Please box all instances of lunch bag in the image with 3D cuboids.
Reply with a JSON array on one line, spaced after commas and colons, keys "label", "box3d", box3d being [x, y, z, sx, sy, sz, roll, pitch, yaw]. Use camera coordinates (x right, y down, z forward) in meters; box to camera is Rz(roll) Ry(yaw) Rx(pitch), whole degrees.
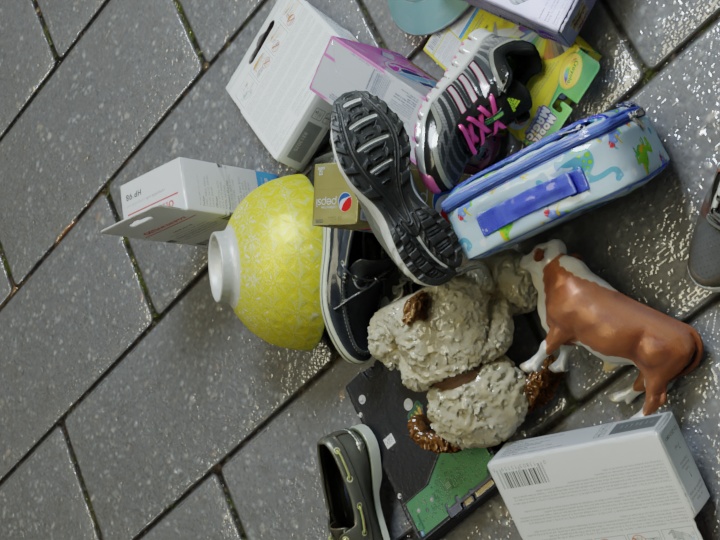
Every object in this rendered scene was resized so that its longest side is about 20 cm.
[{"label": "lunch bag", "box3d": [0.184, -0.083, 1.363, 0.199, 0.160, 0.083, -26, 90, 32]}]

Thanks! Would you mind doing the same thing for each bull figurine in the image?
[{"label": "bull figurine", "box3d": [0.223, 0.057, 1.367, 0.199, 0.065, 0.122, 29, 111, 22]}]

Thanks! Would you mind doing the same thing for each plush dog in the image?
[{"label": "plush dog", "box3d": [0.105, 0.093, 1.433, 0.199, 0.160, 0.173, -27, 90, 17]}]

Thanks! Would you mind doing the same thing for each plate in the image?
[{"label": "plate", "box3d": [0.084, -0.353, 1.551, 0.200, 0.025, 0.202, -27, 55, 47]}]

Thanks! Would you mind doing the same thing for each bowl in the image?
[{"label": "bowl", "box3d": [-0.112, -0.006, 1.622, 0.200, 0.107, 0.202, 177, 90, -72]}]

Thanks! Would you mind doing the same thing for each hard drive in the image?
[{"label": "hard drive", "box3d": [0.075, 0.169, 1.538, 0.140, 0.038, 0.201, -45, 57, 30]}]

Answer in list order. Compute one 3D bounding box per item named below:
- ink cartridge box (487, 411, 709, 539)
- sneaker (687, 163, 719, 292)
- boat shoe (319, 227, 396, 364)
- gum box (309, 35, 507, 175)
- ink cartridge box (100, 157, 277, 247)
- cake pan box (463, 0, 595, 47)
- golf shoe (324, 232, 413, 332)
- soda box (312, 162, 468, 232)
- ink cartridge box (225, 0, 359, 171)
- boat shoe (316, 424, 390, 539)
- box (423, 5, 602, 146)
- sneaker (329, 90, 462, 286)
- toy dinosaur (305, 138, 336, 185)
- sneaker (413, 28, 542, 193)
[{"label": "ink cartridge box", "box3d": [0.240, 0.234, 1.369, 0.199, 0.044, 0.175, -17, 104, 41]}, {"label": "sneaker", "box3d": [0.337, -0.076, 1.286, 0.077, 0.082, 0.201, 35, 109, 39]}, {"label": "boat shoe", "box3d": [0.000, 0.000, 1.520, 0.062, 0.074, 0.202, 2, 95, 40]}, {"label": "gum box", "box3d": [0.053, -0.173, 1.536, 0.200, 0.113, 0.067, 40, 112, 38]}, {"label": "ink cartridge box", "box3d": [-0.202, -0.080, 1.706, 0.115, 0.199, 0.067, -20, 72, 39]}, {"label": "cake pan box", "box3d": [0.174, -0.348, 1.433, 0.183, 0.052, 0.201, 27, 91, 25]}, {"label": "golf shoe", "box3d": [0.026, -0.010, 1.589, 0.088, 0.077, 0.202, 22, 107, 24]}, {"label": "soda box", "box3d": [0.045, -0.069, 1.475, 0.067, 0.199, 0.065, 0, 85, 46]}, {"label": "ink cartridge box", "box3d": [-0.078, -0.233, 1.716, 0.163, 0.050, 0.200, -57, 34, 16]}, {"label": "boat shoe", "box3d": [-0.009, 0.273, 1.568, 0.072, 0.060, 0.204, 0, 97, 58]}, {"label": "box", "box3d": [0.163, -0.219, 1.487, 0.200, 0.048, 0.118, 50, 118, 36]}, {"label": "sneaker", "box3d": [0.023, -0.074, 1.366, 0.201, 0.074, 0.079, 64, 166, -4]}, {"label": "toy dinosaur", "box3d": [-0.029, -0.096, 1.645, 0.200, 0.076, 0.103, -158, 80, -74]}, {"label": "sneaker", "box3d": [0.119, -0.158, 1.402, 0.087, 0.074, 0.201, 5, 53, 34]}]
